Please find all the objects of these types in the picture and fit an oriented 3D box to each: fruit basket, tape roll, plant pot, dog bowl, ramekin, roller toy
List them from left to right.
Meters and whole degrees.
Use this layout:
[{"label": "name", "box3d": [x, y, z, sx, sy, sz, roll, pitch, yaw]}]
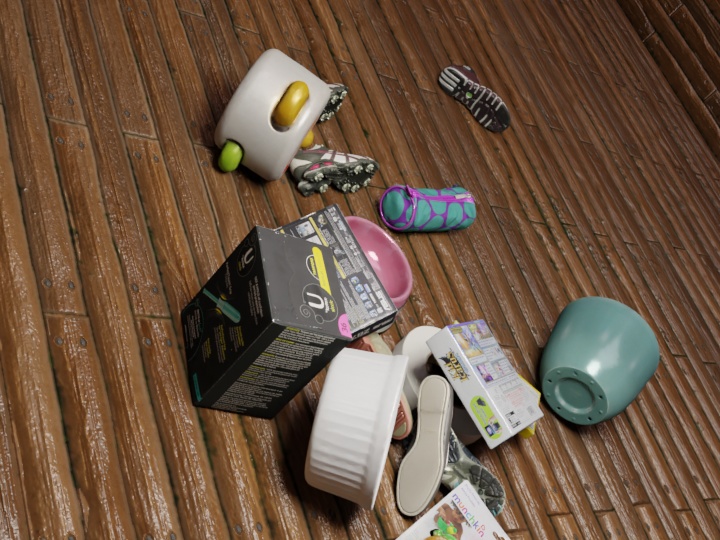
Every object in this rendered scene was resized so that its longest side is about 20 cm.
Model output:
[{"label": "roller toy", "box3d": [-0.134, -0.246, 1.574, 0.138, 0.201, 0.183, 32, 33, -5]}, {"label": "ramekin", "box3d": [-0.006, 0.199, 1.278, 0.096, 0.203, 0.202, 13, 37, 6]}, {"label": "dog bowl", "box3d": [0.000, 0.000, 1.585, 0.198, 0.074, 0.202, 28, 39, -25]}, {"label": "tape roll", "box3d": [0.135, 0.184, 1.578, 0.201, 0.037, 0.205, 29, 38, -25]}, {"label": "fruit basket", "box3d": [0.139, 0.401, 1.299, 0.198, 0.094, 0.186, -29, 77, -34]}, {"label": "plant pot", "box3d": [0.409, 0.176, 1.747, 0.201, 0.201, 0.161, 46, 48, 0]}]

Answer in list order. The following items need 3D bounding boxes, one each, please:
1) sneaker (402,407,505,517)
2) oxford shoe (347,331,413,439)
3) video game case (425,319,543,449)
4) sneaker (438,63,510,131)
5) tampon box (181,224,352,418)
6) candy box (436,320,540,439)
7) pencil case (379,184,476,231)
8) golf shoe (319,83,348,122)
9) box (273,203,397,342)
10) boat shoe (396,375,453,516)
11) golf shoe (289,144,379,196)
[{"label": "sneaker", "box3d": [0.136, 0.291, 1.461, 0.200, 0.077, 0.086, 48, -1, 23]}, {"label": "oxford shoe", "box3d": [0.036, 0.157, 1.473, 0.073, 0.071, 0.202, 2, 55, -49]}, {"label": "video game case", "box3d": [0.192, 0.167, 1.495, 0.183, 0.045, 0.199, 60, 20, 12]}, {"label": "sneaker", "box3d": [0.276, -0.415, 2.281, 0.199, 0.076, 0.116, 40, 32, -8]}, {"label": "tampon box", "box3d": [-0.125, 0.071, 1.274, 0.125, 0.200, 0.152, 15, 45, -35]}, {"label": "candy box", "box3d": [0.213, 0.178, 1.611, 0.199, 0.026, 0.103, 41, 38, -9]}, {"label": "pencil case", "box3d": [0.127, -0.116, 1.816, 0.198, 0.092, 0.086, -5, 59, -47]}, {"label": "golf shoe", "box3d": [-0.092, -0.317, 1.788, 0.088, 0.078, 0.199, 43, 33, 10]}, {"label": "box", "box3d": [-0.060, 0.018, 1.459, 0.159, 0.049, 0.202, -24, 70, -20]}, {"label": "boat shoe", "box3d": [0.101, 0.253, 1.410, 0.057, 0.066, 0.204, 43, 57, -59]}, {"label": "golf shoe", "box3d": [-0.045, -0.187, 1.722, 0.198, 0.078, 0.089, -7, 53, -50]}]
